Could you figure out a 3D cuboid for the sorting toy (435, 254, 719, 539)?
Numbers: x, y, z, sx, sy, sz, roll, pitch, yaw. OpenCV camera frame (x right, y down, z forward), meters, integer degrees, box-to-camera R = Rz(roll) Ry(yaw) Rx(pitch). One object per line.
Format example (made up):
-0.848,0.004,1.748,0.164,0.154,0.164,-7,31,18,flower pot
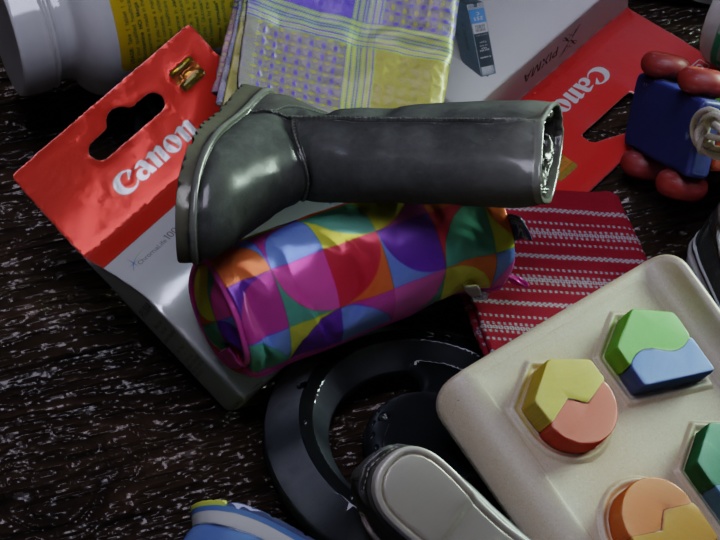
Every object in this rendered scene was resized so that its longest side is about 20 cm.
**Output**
0.169,0.100,1.460,0.200,0.036,0.185,-29,79,-31,sorting toy

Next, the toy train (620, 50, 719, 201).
0.252,-0.082,1.592,0.116,0.085,0.200,7,11,-15,toy train

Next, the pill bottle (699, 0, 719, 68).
0.341,-0.148,1.681,0.200,0.113,0.113,31,54,16,pill bottle

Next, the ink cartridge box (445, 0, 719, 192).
0.127,-0.147,1.704,0.176,0.045,0.200,33,55,22,ink cartridge box

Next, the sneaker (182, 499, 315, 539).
-0.018,0.203,1.378,0.200,0.074,0.082,24,66,8,sneaker

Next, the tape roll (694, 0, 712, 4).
0.279,-0.277,1.729,0.200,0.200,0.066,-1,50,-7,tape roll

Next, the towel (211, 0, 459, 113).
-0.006,-0.170,1.564,0.144,0.023,0.200,15,68,-7,towel

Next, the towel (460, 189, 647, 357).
0.126,0.019,1.555,0.145,0.022,0.200,2,45,-21,towel

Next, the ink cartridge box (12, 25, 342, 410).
-0.088,-0.039,1.524,0.160,0.047,0.200,-43,91,-22,ink cartridge box

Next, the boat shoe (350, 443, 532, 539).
0.071,0.173,1.391,0.200,0.057,0.067,48,71,-10,boat shoe

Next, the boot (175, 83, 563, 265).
0.007,-0.052,1.425,0.200,0.073,0.182,11,38,12,boot

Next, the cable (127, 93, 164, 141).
-0.049,-0.085,1.636,0.200,0.051,0.163,17,45,14,cable

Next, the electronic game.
0.040,0.108,1.480,0.200,0.042,0.200,8,44,-7,electronic game

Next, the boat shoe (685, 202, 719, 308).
0.264,0.036,1.546,0.072,0.071,0.200,-19,55,-21,boat shoe

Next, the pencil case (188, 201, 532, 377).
0.000,0.000,1.472,0.200,0.088,0.088,-18,54,-18,pencil case

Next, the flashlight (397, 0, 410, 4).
-0.014,-0.197,1.677,0.068,0.068,0.200,-27,41,-16,flashlight

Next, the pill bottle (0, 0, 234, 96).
-0.136,-0.179,1.613,0.200,0.112,0.112,-16,54,-16,pill bottle
